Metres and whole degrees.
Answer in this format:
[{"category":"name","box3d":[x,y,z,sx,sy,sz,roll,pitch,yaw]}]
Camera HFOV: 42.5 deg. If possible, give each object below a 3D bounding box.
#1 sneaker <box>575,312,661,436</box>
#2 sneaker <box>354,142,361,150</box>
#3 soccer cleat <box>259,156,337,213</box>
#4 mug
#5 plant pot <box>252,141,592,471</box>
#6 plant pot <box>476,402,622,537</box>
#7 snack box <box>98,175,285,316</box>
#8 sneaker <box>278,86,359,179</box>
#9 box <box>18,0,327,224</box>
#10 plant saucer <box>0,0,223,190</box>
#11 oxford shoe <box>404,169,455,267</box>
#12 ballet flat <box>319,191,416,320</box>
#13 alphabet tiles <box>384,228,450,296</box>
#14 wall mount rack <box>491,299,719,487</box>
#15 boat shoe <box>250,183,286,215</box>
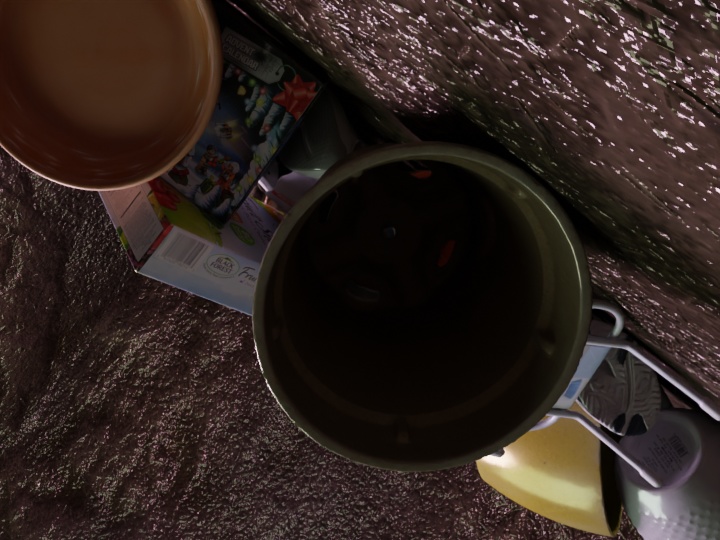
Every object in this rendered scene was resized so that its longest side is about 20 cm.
[{"category":"sneaker","box3d":[0.198,0.071,0.899,0.198,0.080,0.130,37,-178,-7]},{"category":"sneaker","box3d":[0.038,-0.069,0.898,0.201,0.084,0.073,58,-159,9]},{"category":"soccer cleat","box3d":[-0.087,-0.130,0.915,0.085,0.069,0.201,23,-146,-47]},{"category":"mug","box3d":[0.339,0.205,0.979,0.175,0.147,0.201,44,-153,-38]},{"category":"plant pot","box3d":[0.030,-0.003,0.617,0.200,0.201,0.184,37,-168,-15]},{"category":"plant pot","box3d":[0.203,0.179,1.005,0.140,0.202,0.200,-3,163,22]},{"category":"snack box","box3d":[-0.120,-0.028,0.790,0.199,0.053,0.143,27,-159,-45]},{"category":"sneaker","box3d":[-0.031,-0.118,0.795,0.080,0.071,0.200,29,-169,-23]},{"category":"box","box3d":[-0.144,-0.151,0.716,0.199,0.137,0.040,37,-164,-6]},{"category":"plant saucer","box3d":[-0.195,-0.161,0.677,0.199,0.201,0.038,37,-162,-6]},{"category":"oxford shoe","box3d":[0.093,-0.006,0.801,0.201,0.071,0.073,56,176,-15]},{"category":"ballet flat","box3d":[0.000,0.000,0.792,0.201,0.066,0.057,-122,12,-47]},{"category":"alphabet tiles","box3d":[0.040,0.010,0.820,0.201,0.006,0.167,54,167,27]},{"category":"wall mount rack","box3d":[0.195,0.114,0.786,0.172,0.075,0.201,8,140,-8]},{"category":"boat shoe","box3d":[-0.111,-0.079,0.956,0.199,0.072,0.072,33,-153,-8]}]
